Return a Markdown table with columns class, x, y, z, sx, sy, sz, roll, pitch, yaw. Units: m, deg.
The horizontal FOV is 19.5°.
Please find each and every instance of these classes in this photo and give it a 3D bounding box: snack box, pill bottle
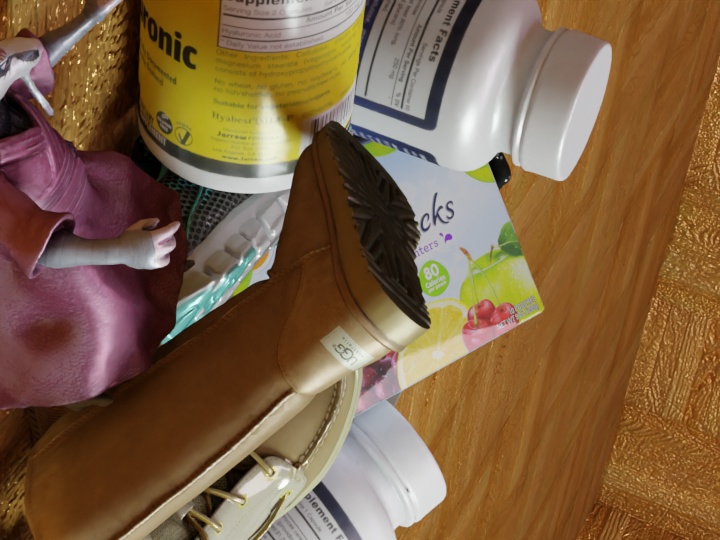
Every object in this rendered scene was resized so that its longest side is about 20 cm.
| class | x | y | z | sx | sy | sz | roll | pitch | yaw |
| --- | --- | --- | --- | --- | --- | --- | --- | --- | --- |
| snack box | 0.000 | 0.000 | 1.227 | 0.200 | 0.053 | 0.143 | -28 | 99 | -33 |
| pill bottle | -0.050 | -0.145 | 1.011 | 0.111 | 0.111 | 0.201 | -55 | 160 | -45 |
| pill bottle | -0.050 | 0.163 | 1.257 | 0.200 | 0.111 | 0.111 | -36 | 154 | -18 |
| pill bottle | 0.035 | -0.122 | 1.183 | 0.111 | 0.199 | 0.111 | 21 | 90 | -76 |

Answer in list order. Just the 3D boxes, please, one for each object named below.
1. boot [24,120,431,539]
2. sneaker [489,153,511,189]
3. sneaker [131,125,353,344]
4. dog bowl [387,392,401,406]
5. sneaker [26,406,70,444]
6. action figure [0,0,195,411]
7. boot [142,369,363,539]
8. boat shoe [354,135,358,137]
| class | x | y | z | sx | sy | sz | roll | pitch | yaw |
| --- | --- | --- | --- | --- | --- | --- | --- | --- | --- |
| boot | -0.067 | 0.031 | 0.974 | 0.200 | 0.066 | 0.175 | -37 | -156 | 16 |
| sneaker | 0.040 | -0.028 | 1.452 | 0.074 | 0.087 | 0.200 | 53 | 52 | -20 |
| sneaker | -0.075 | -0.047 | 1.099 | 0.078 | 0.091 | 0.200 | -51 | 178 | 38 |
| dog bowl | 0.000 | 0.045 | 1.581 | 0.200 | 0.058 | 0.201 | 20 | 90 | -77 |
| sneaker | -0.121 | 0.061 | 1.116 | 0.109 | 0.070 | 0.200 | -53 | 166 | -35 |
| action figure | -0.146 | -0.037 | 0.898 | 0.200 | 0.148 | 0.134 | 60 | 18 | -50 |
| boot | -0.083 | 0.115 | 1.049 | 0.200 | 0.072 | 0.155 | -53 | 171 | 17 |
| boat shoe | 0.008 | -0.055 | 1.371 | 0.072 | 0.062 | 0.200 | -34 | -161 | 10 |
